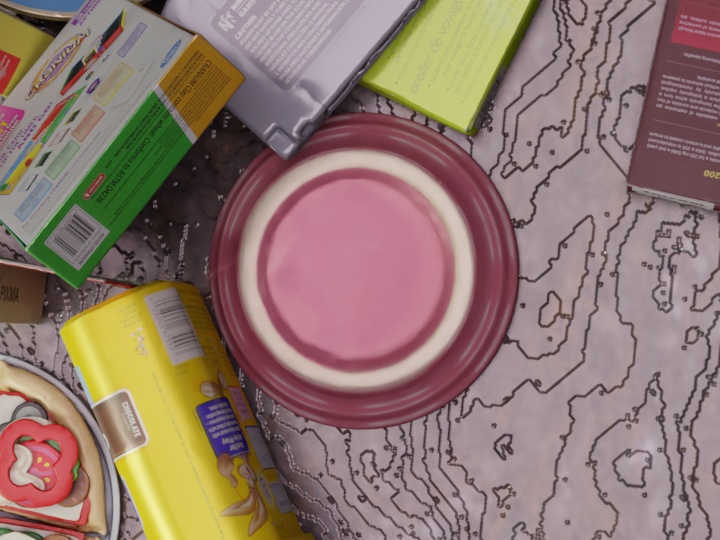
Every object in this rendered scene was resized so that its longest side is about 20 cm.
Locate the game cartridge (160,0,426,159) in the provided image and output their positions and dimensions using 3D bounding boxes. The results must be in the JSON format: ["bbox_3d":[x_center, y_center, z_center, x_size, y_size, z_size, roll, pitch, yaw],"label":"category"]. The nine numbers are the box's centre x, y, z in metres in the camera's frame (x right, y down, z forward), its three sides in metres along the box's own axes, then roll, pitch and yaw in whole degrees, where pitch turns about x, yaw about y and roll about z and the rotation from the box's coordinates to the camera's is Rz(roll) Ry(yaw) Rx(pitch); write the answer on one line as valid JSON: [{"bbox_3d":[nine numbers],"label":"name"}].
[{"bbox_3d":[-0.029,-0.186,1.487,0.133,0.041,0.200,42,96,3],"label":"game cartridge"}]

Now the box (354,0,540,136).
[{"bbox_3d":[0.008,-0.182,1.523,0.199,0.048,0.123,27,91,8],"label":"box"}]

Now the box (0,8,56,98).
[{"bbox_3d":[-0.246,-0.145,1.471,0.075,0.200,0.050,27,91,22],"label":"box"}]

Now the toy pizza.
[{"bbox_3d":[-0.254,0.153,1.555,0.198,0.032,0.202,0,89,7],"label":"toy pizza"}]

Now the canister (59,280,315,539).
[{"bbox_3d":[-0.103,0.112,1.482,0.086,0.149,0.201,-24,84,5],"label":"canister"}]

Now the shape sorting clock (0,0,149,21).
[{"bbox_3d":[-0.185,-0.253,1.525,0.198,0.039,0.202,0,73,-2],"label":"shape sorting clock"}]

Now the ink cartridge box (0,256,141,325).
[{"bbox_3d":[-0.220,0.012,1.469,0.172,0.200,0.044,12,89,7],"label":"ink cartridge box"}]

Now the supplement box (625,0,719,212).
[{"bbox_3d":[0.237,-0.136,1.489,0.108,0.061,0.202,13,89,8],"label":"supplement box"}]

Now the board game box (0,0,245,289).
[{"bbox_3d":[-0.158,-0.084,1.405,0.040,0.200,0.153,40,88,-26],"label":"board game box"}]

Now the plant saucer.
[{"bbox_3d":[0.000,0.000,1.520,0.199,0.051,0.202,0,89,7],"label":"plant saucer"}]
